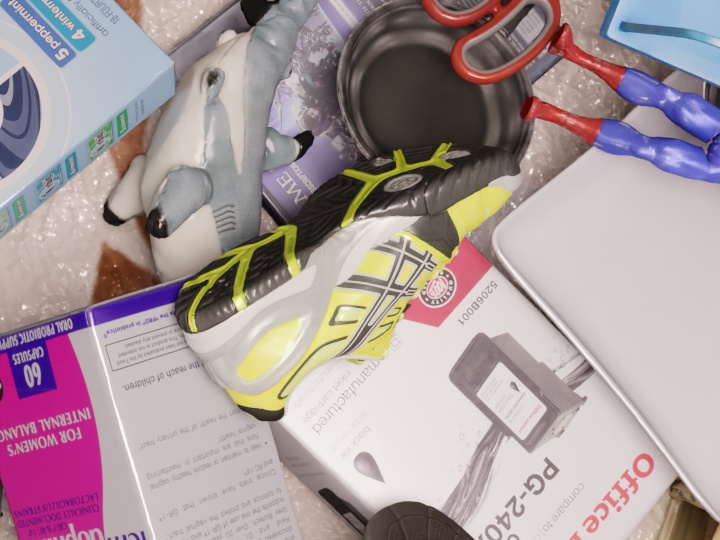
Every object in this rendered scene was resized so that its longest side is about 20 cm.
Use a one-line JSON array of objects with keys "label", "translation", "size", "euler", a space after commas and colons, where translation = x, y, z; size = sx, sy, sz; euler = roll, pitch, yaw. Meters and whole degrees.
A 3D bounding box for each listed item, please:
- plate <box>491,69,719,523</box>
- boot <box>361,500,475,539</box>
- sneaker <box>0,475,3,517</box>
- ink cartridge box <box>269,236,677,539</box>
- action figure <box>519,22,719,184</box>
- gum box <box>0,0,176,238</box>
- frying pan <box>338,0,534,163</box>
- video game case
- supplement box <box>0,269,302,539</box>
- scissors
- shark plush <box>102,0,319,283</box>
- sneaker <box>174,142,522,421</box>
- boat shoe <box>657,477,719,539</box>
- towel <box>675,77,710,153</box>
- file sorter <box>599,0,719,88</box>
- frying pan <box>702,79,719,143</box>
[{"label": "plate", "translation": [0.185, 0.010, 1.103], "size": [0.200, 0.032, 0.200], "euler": [-40, 90, -32]}, {"label": "boot", "translation": [0.049, 0.230, 1.014], "size": [0.200, 0.151, 0.073], "euler": [47, 45, 16]}, {"label": "sneaker", "translation": [-0.208, 0.112, 1.021], "size": [0.091, 0.076, 0.201], "euler": [-25, 94, -25]}, {"label": "ink cartridge box", "translation": [0.054, 0.089, 1.088], "size": [0.200, 0.083, 0.145], "euler": [44, 74, -6]}, {"label": "action figure", "translation": [0.188, -0.063, 1.047], "size": [0.199, 0.099, 0.065], "euler": [24, 89, -5]}, {"label": "gum box", "translation": [-0.223, -0.094, 1.028], "size": [0.200, 0.045, 0.170], "euler": [-41, 80, -15]}, {"label": "frying pan", "translation": [0.048, -0.125, 1.110], "size": [0.115, 0.031, 0.191], "euler": [22, 65, -14]}, {"label": "video game case", "translation": [0.004, -0.119, 1.130], "size": [0.200, 0.019, 0.143], "euler": [-41, 95, -15]}, {"label": "supplement box", "translation": [-0.105, 0.113, 1.013], "size": [0.103, 0.101, 0.201], "euler": [-18, 91, -50]}, {"label": "scissors", "translation": [0.117, -0.177, 1.107], "size": [0.200, 0.014, 0.073], "euler": [-37, 84, -16]}, {"label": "shark plush", "translation": [-0.064, -0.075, 1.082], "size": [0.083, 0.091, 0.201], "euler": [27, 73, -23]}, {"label": "sneaker", "translation": [0.000, 0.000, 1.017], "size": [0.200, 0.075, 0.077], "euler": [-31, 114, -21]}, {"label": "boat shoe", "translation": [0.192, 0.148, 1.126], "size": [0.062, 0.073, 0.201], "euler": [15, 81, -16]}, {"label": "towel", "translation": [0.263, -0.070, 1.189], "size": [0.192, 0.035, 0.201], "euler": [20, 79, -13]}, {"label": "file sorter", "translation": [0.237, -0.184, 1.030], "size": [0.138, 0.123, 0.201], "euler": [21, 94, -15]}, {"label": "frying pan", "translation": [0.253, -0.056, 1.123], "size": [0.115, 0.031, 0.190], "euler": [-29, 94, -21]}]
